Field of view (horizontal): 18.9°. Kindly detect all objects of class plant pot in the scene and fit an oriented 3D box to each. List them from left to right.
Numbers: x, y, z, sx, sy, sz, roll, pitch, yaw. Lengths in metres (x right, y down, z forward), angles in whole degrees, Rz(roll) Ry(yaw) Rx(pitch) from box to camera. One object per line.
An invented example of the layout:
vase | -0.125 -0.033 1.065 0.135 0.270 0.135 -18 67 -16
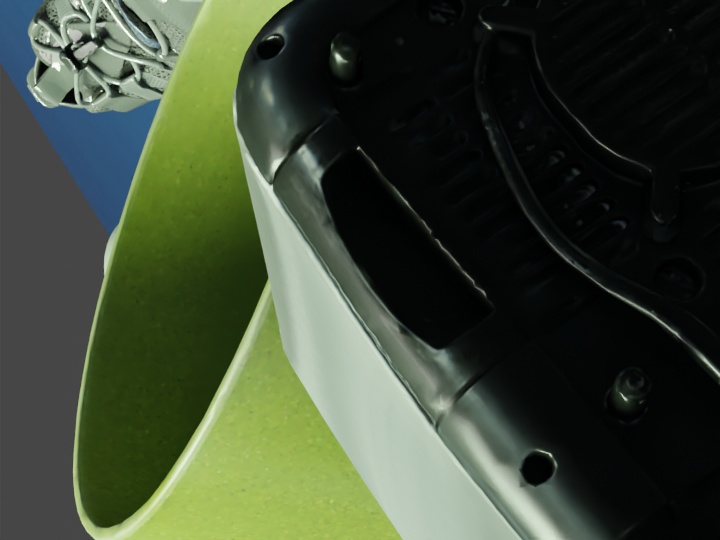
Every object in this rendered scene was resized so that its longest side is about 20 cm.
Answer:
plant pot | 0.052 0.006 0.560 0.200 0.188 0.187 19 -179 -17

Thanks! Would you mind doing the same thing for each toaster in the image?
toaster | 0.087 0.008 0.376 0.181 0.200 0.119 50 165 19

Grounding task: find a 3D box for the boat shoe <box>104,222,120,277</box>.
boat shoe | 0.000 -0.003 0.854 0.060 0.201 0.072 -16 74 59

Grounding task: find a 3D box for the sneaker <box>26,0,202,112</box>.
sneaker | -0.085 -0.088 0.824 0.075 0.082 0.200 52 169 -4
